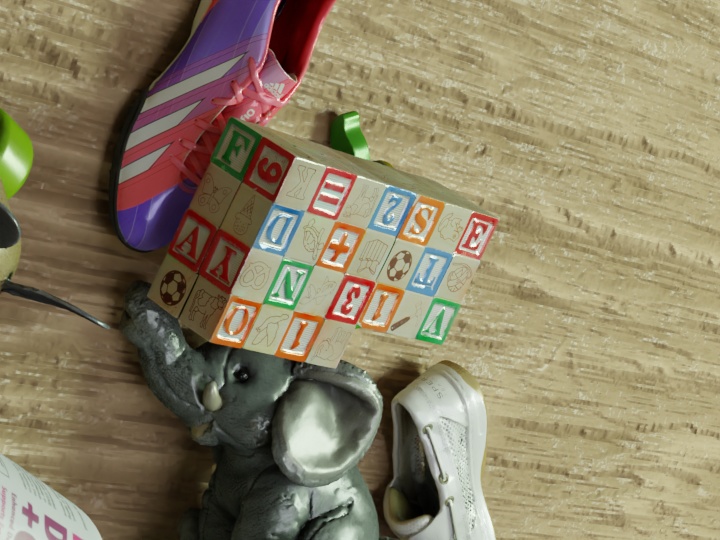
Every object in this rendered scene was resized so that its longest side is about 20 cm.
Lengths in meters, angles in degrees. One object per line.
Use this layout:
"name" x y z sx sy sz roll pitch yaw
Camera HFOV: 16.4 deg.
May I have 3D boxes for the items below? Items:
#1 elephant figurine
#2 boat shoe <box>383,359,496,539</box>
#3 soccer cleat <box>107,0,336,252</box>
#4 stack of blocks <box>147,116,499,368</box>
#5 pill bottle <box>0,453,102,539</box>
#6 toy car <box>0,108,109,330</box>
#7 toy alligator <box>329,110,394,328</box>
"elephant figurine" -0.055 0.098 1.518 0.155 0.141 0.201 -24 114 -73
"boat shoe" 0.046 0.160 1.695 0.069 0.071 0.201 -22 118 -33
"soccer cleat" -0.077 -0.097 1.425 0.068 0.073 0.201 32 85 -49
"stack of blocks" -0.018 -0.008 1.458 0.200 0.058 0.116 14 105 -51
"pill bottle" -0.211 0.162 1.382 0.114 0.113 0.200 -57 139 -9
"toy car" -0.205 -0.037 1.221 0.158 0.200 0.164 -54 139 -12
"toy alligator" 0.000 0.000 1.571 0.059 0.054 0.201 -18 121 -40
